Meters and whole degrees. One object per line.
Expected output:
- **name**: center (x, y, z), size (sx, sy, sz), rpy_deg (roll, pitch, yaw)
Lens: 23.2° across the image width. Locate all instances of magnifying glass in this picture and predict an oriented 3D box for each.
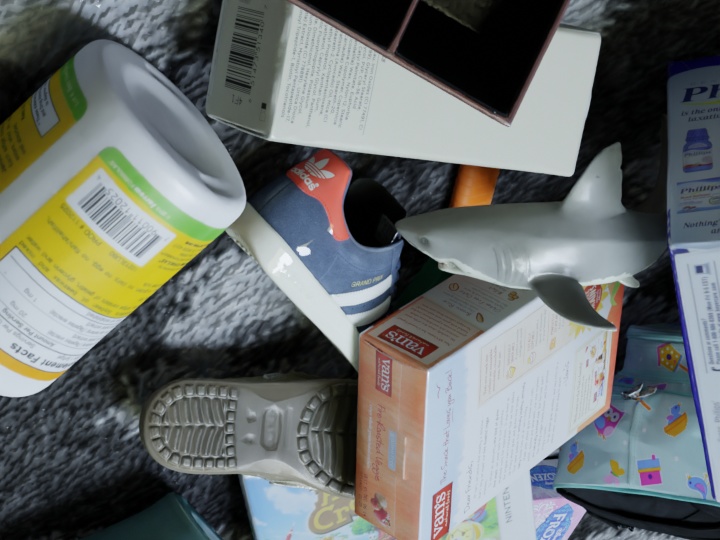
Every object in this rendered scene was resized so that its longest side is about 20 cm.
- **magnifying glass**: center (0.057, 0.000, 1.096), size (0.079, 0.022, 0.201), rpy_deg (-11, 140, -22)

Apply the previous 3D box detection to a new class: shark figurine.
- **shark figurine**: center (0.140, -0.036, 0.992), size (0.213, 0.128, 0.090), rpy_deg (-13, 122, -41)

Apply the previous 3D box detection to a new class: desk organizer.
- **desk organizer**: center (0.002, -0.151, 0.775), size (0.199, 0.077, 0.072), rpy_deg (28, 120, -15)

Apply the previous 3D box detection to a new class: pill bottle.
- **pill bottle**: center (-0.163, -0.009, 0.869), size (0.200, 0.111, 0.111), rpy_deg (-40, 141, 13)

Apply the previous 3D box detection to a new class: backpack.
- **backpack**: center (0.237, 0.115, 1.216), size (0.199, 0.155, 0.175), rpy_deg (-9, 165, 40)

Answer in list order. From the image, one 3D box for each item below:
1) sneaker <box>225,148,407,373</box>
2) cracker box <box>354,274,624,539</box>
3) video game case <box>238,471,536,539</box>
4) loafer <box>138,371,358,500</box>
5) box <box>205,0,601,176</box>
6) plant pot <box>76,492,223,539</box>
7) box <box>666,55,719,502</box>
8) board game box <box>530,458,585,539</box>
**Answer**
- **sneaker**: center (0.000, 0.000, 1.019), size (0.084, 0.075, 0.200), rpy_deg (-44, 148, -3)
- **cracker box**: center (0.081, 0.063, 1.070), size (0.199, 0.057, 0.135), rpy_deg (-30, 134, -40)
- **video game case**: center (0.024, 0.161, 1.191), size (0.198, 0.022, 0.183), rpy_deg (-19, 128, -13)
- **loafer**: center (-0.047, 0.096, 1.086), size (0.198, 0.068, 0.076), rpy_deg (12, 90, -26)
- **box**: center (0.025, -0.101, 0.901), size (0.199, 0.068, 0.083), rpy_deg (6, 101, -36)
- **plant pot**: center (-0.147, 0.250, 1.118), size (0.188, 0.200, 0.200), rpy_deg (-42, 143, -6)
- **box**: center (0.239, -0.002, 1.012), size (0.104, 0.201, 0.185), rpy_deg (-6, 124, 15)
- **board game box**: center (0.052, 0.226, 1.324), size (0.198, 0.041, 0.201), rpy_deg (0, 133, -32)
